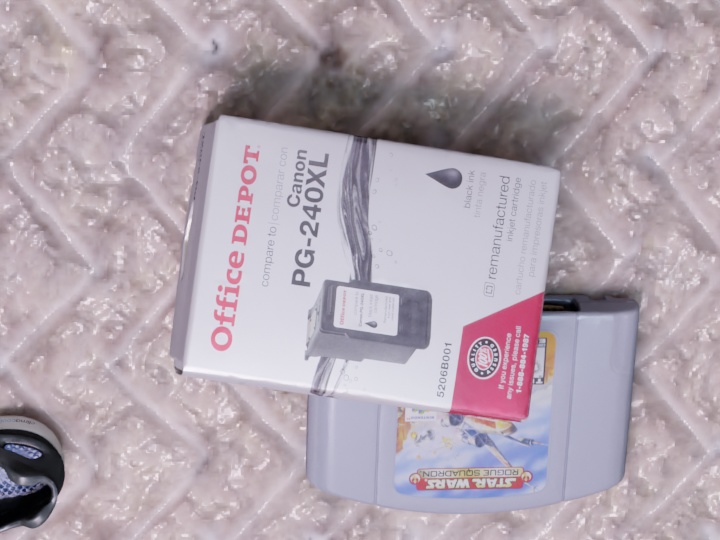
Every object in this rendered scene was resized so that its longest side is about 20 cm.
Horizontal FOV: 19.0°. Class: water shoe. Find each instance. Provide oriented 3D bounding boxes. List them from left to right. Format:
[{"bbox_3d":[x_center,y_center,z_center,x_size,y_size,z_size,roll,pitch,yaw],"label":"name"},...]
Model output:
[{"bbox_3d":[-0.271,0.135,1.255,0.198,0.079,0.072,-18,112,0],"label":"water shoe"}]

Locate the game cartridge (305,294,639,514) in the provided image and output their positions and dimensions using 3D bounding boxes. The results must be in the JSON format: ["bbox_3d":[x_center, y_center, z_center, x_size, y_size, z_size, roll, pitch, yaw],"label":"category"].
[{"bbox_3d":[0.067,0.081,1.298,0.198,0.042,0.135,-1,107,-6],"label":"game cartridge"}]

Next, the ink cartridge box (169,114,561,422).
[{"bbox_3d":[0.000,0.000,1.209,0.198,0.083,0.147,8,89,-8],"label":"ink cartridge box"}]
